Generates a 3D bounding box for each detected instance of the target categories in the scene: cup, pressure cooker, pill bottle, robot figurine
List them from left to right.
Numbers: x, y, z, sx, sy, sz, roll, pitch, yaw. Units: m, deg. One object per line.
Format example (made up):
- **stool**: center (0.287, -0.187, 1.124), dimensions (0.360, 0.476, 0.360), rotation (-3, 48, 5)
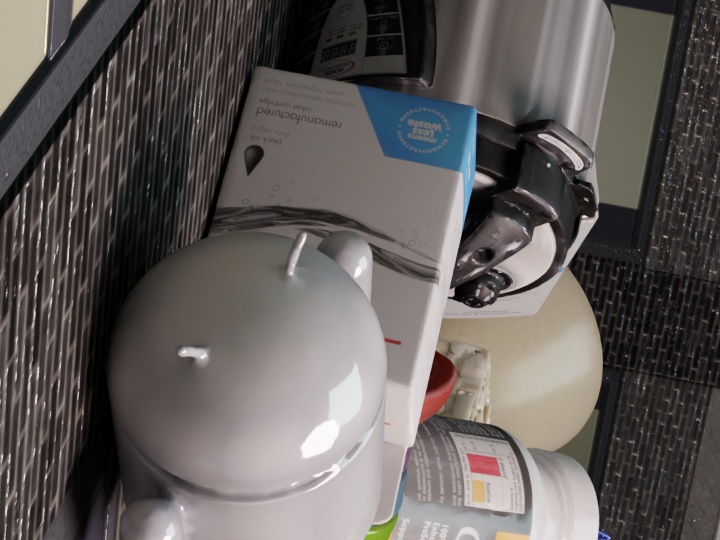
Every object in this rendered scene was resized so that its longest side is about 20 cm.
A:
- **robot figurine**: center (-0.045, 0.060, 1.032), dimensions (0.170, 0.112, 0.200), rotation (-57, 164, -28)
- **pill bottle**: center (0.038, 0.143, 1.488), dimensions (0.116, 0.199, 0.117), rotation (-22, -117, 52)
- **cup**: center (0.062, 0.074, 1.886), dimensions (0.143, 0.199, 0.201), rotation (-29, 134, -50)
- **pressure cooker**: center (0.047, -0.075, 1.369), dimensions (0.176, 0.177, 0.201), rotation (96, 6, -64)

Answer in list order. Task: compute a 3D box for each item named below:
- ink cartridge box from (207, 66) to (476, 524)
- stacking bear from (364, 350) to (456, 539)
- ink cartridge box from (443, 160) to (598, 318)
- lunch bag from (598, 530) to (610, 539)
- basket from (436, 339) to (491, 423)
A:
- **ink cartridge box**: center (-0.017, 0.010, 1.201), dimensions (0.067, 0.115, 0.201), rotation (91, 11, -61)
- **stacking bear**: center (-0.036, 0.136, 1.332), dimensions (0.114, 0.121, 0.201), rotation (-68, 174, -72)
- **ink cartridge box**: center (0.088, -0.068, 1.626), dimensions (0.200, 0.082, 0.147), rotation (111, -24, -70)
- **lunch bag**: center (0.088, 0.256, 1.732), dimensions (0.201, 0.124, 0.170), rotation (-57, -156, -9)
- **basket**: center (0.012, 0.144, 1.673), dimensions (0.201, 0.135, 0.124), rotation (-72, 167, -49)
